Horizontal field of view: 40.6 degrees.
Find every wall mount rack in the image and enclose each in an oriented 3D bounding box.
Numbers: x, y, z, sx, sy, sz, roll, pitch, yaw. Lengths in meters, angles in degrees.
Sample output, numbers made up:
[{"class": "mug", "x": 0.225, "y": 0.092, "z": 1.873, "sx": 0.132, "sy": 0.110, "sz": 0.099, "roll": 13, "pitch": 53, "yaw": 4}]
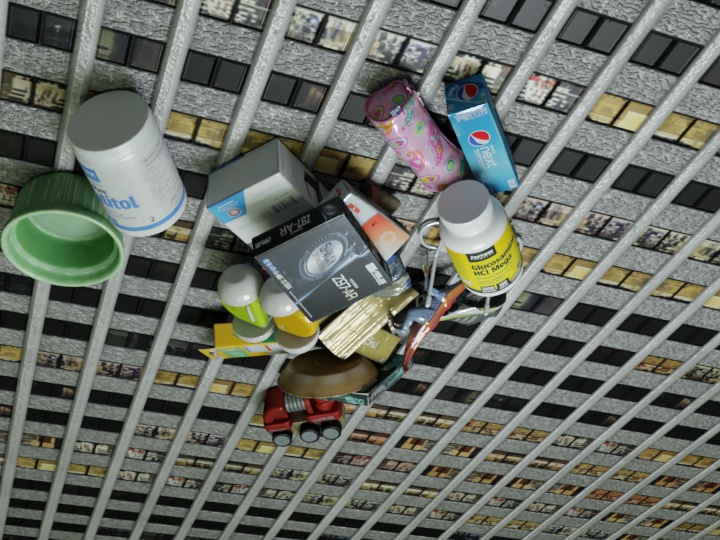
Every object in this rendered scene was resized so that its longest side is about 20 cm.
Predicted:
[{"class": "wall mount rack", "x": 0.194, "y": -0.013, "z": 1.746, "sx": 0.198, "sy": 0.075, "sz": 0.175, "roll": 9, "pitch": 129, "yaw": -13}]

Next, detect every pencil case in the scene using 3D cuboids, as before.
[{"class": "pencil case", "x": 0.088, "y": -0.206, "z": 1.497, "sx": 0.087, "sy": 0.088, "sz": 0.200, "roll": -21, "pitch": 138, "yaw": 23}]

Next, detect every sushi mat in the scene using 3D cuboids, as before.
[{"class": "sushi mat", "x": 0.014, "y": 0.083, "z": 1.850, "sx": 0.200, "sy": 0.012, "sz": 0.096, "roll": -41, "pitch": 133, "yaw": 1}]

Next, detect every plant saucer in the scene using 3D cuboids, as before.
[{"class": "plant saucer", "x": -0.066, "y": 0.192, "z": 1.900, "sx": 0.198, "sy": 0.200, "sz": 0.036, "roll": -4, "pitch": 107, "yaw": 3}]

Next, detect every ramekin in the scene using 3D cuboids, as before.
[{"class": "ramekin", "x": -0.490, "y": -0.071, "z": 1.630, "sx": 0.198, "sy": 0.098, "sz": 0.201, "roll": -2, "pitch": 143, "yaw": -1}]

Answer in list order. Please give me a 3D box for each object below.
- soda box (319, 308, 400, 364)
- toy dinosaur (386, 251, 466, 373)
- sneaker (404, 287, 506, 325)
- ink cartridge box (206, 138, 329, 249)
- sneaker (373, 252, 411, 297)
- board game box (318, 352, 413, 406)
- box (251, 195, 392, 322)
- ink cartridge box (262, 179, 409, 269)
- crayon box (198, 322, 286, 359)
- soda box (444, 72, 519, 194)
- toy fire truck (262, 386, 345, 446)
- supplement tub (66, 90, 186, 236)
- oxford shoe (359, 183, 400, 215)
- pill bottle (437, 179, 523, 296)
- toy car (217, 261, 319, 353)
[{"class": "soda box", "x": -0.021, "y": 0.109, "z": 1.901, "sx": 0.199, "sy": 0.064, "sz": 0.068, "roll": 27, "pitch": 104, "yaw": -33}, {"class": "toy dinosaur", "x": 0.140, "y": 0.068, "z": 1.810, "sx": 0.180, "sy": 0.202, "sz": 0.105, "roll": -18, "pitch": 173, "yaw": 6}, {"class": "sneaker", "x": 0.184, "y": 0.078, "z": 1.886, "sx": 0.198, "sy": 0.074, "sz": 0.081, "roll": -5, "pitch": 146, "yaw": 7}, {"class": "ink cartridge box", "x": -0.137, "y": -0.105, "z": 1.614, "sx": 0.144, "sy": 0.084, "sz": 0.200, "roll": -24, "pitch": 138, "yaw": 22}, {"class": "sneaker", "x": 0.000, "y": 0.000, "z": 1.779, "sx": 0.199, "sy": 0.077, "sz": 0.086, "roll": -5, "pitch": 107, "yaw": 31}, {"class": "board game box", "x": 0.003, "y": 0.209, "z": 1.933, "sx": 0.134, "sy": 0.200, "sz": 0.028, "roll": 5, "pitch": 110, "yaw": 29}, {"class": "box", "x": -0.058, "y": -0.014, "z": 1.568, "sx": 0.159, "sy": 0.044, "sz": 0.200, "roll": -25, "pitch": 138, "yaw": 11}, {"class": "ink cartridge box", "x": -0.039, "y": -0.033, "z": 1.604, "sx": 0.200, "sy": 0.050, "sz": 0.162, "roll": -48, "pitch": 132, "yaw": 10}, {"class": "crayon box", "x": -0.209, "y": 0.135, "z": 1.918, "sx": 0.198, "sy": 0.052, "sz": 0.126, "roll": -5, "pitch": 166, "yaw": 3}, {"class": "soda box", "x": 0.190, "y": -0.207, "z": 1.513, "sx": 0.064, "sy": 0.068, "sz": 0.200, "roll": -14, "pitch": 141, "yaw": 15}, {"class": "toy fire truck", "x": -0.136, "y": 0.291, "z": 2.119, "sx": 0.174, "sy": 0.129, "sz": 0.201, "roll": -9, "pitch": 131, "yaw": 10}, {"class": "supplement tub", "x": -0.354, "y": -0.160, "z": 1.495, "sx": 0.131, "sy": 0.133, "sz": 0.201, "roll": -7, "pitch": 143, "yaw": 6}, {"class": "oxford shoe", "x": -0.003, "y": -0.064, "z": 1.688, "sx": 0.074, "sy": 0.071, "sz": 0.200, "roll": 16, "pitch": 139, "yaw": -26}, {"class": "pill bottle", "x": 0.191, "y": -0.053, "z": 1.575, "sx": 0.112, "sy": 0.113, "sz": 0.200, "roll": -14, "pitch": 144, "yaw": 15}, {"class": "toy car", "x": -0.152, "y": 0.043, "z": 1.750, "sx": 0.198, "sy": 0.151, "sz": 0.176, "roll": 12, "pitch": 146, "yaw": 20}]
